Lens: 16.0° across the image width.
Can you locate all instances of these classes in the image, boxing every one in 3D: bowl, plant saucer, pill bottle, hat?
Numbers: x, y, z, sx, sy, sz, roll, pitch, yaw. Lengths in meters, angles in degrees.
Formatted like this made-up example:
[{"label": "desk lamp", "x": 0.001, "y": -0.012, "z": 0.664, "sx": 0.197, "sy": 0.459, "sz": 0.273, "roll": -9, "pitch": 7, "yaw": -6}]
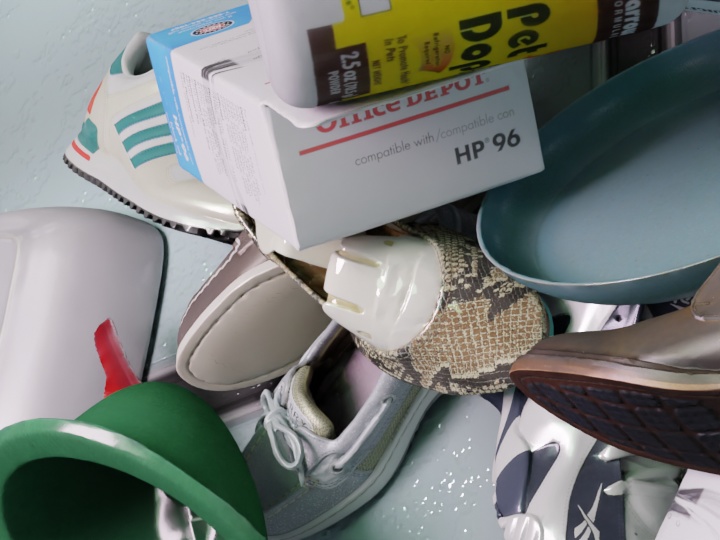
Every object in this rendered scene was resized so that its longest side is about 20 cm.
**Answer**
[{"label": "bowl", "x": -0.207, "y": 0.055, "z": 1.416, "sx": 0.200, "sy": 0.075, "sz": 0.200, "roll": -6, "pitch": 67, "yaw": 49}, {"label": "plant saucer", "x": 0.143, "y": -0.043, "z": 1.022, "sx": 0.200, "sy": 0.027, "sz": 0.200, "roll": -22, "pitch": 24, "yaw": 10}, {"label": "pill bottle", "x": 0.054, "y": -0.134, "z": 0.969, "sx": 0.200, "sy": 0.109, "sz": 0.109, "roll": -14, "pitch": 51, "yaw": -3}, {"label": "hat", "x": -0.074, "y": 0.076, "z": 1.208, "sx": 0.176, "sy": 0.200, "sz": 0.166, "roll": -53, "pitch": -14, "yaw": -40}]

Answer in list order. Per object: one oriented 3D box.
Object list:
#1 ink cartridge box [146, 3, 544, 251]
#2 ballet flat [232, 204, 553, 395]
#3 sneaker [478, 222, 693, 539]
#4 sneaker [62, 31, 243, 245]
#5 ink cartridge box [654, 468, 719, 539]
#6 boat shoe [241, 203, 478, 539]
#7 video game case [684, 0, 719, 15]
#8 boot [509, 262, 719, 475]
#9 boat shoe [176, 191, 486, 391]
[{"label": "ink cartridge box", "x": -0.002, "y": -0.068, "z": 1.079, "sx": 0.200, "sy": 0.116, "sz": 0.068, "roll": -145, "pitch": 39, "yaw": -64}, {"label": "ballet flat", "x": 0.000, "y": 0.000, "z": 1.092, "sx": 0.200, "sy": 0.075, "sz": 0.068, "roll": 33, "pitch": 100, "yaw": 55}, {"label": "sneaker", "x": 0.117, "y": 0.052, "z": 1.033, "sx": 0.130, "sy": 0.079, "sz": 0.199, "roll": -53, "pitch": 30, "yaw": 30}, {"label": "sneaker", "x": -0.086, "y": -0.073, "z": 1.338, "sx": 0.200, "sy": 0.070, "sz": 0.093, "roll": 28, "pitch": 100, "yaw": 54}, {"label": "ink cartridge box", "x": 0.175, "y": 0.133, "z": 0.923, "sx": 0.145, "sy": 0.083, "sz": 0.200, "roll": 27, "pitch": 93, "yaw": 52}, {"label": "boat shoe", "x": -0.001, "y": 0.047, "z": 1.185, "sx": 0.202, "sy": 0.065, "sz": 0.074, "roll": -45, "pitch": 42, "yaw": 26}, {"label": "video game case", "x": 0.149, "y": -0.201, "z": 1.038, "sx": 0.182, "sy": 0.023, "sz": 0.200, "roll": 11, "pitch": 80, "yaw": 23}, {"label": "boot", "x": 0.147, "y": 0.017, "z": 0.904, "sx": 0.200, "sy": 0.075, "sz": 0.097, "roll": 3, "pitch": 60, "yaw": 43}, {"label": "boat shoe", "x": -0.016, "y": -0.020, "z": 1.232, "sx": 0.200, "sy": 0.072, "sz": 0.060, "roll": -42, "pitch": 46, "yaw": 21}]
